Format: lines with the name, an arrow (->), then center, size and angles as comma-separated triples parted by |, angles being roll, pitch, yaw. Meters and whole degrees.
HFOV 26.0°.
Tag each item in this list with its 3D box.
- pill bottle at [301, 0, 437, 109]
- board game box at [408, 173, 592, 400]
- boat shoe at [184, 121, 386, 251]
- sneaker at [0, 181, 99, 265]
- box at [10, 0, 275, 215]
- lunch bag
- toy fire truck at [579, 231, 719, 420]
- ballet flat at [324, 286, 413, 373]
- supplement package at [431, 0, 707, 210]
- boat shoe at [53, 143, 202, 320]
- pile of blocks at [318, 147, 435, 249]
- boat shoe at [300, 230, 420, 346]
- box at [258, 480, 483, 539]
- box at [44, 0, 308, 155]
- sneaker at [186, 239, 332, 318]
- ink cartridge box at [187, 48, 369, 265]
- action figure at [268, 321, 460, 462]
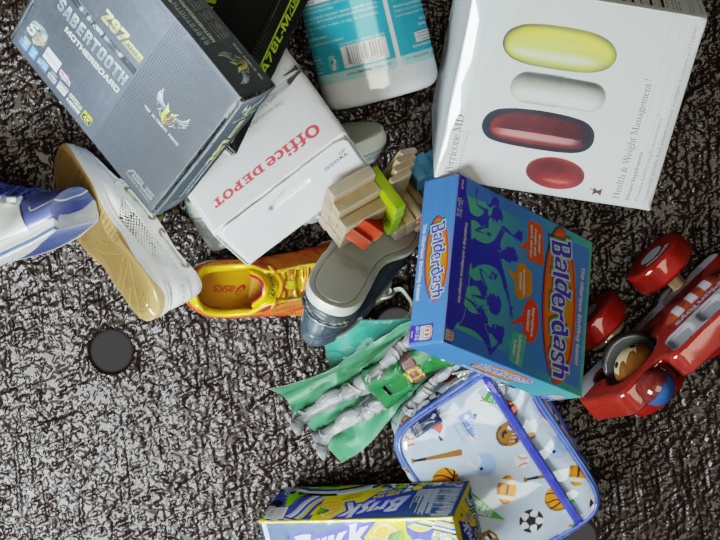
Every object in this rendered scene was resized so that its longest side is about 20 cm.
pill bottle -> -0.003, -0.254, 1.407 | 0.110, 0.111, 0.202 | -14, 98, 0
board game box -> 0.130, 0.019, 1.397 | 0.199, 0.045, 0.154 | 22, 67, -43
boat shoe -> -0.063, -0.077, 1.458 | 0.199, 0.070, 0.072 | -22, 116, 1
sneaker -> -0.343, -0.060, 1.415 | 0.198, 0.080, 0.116 | -18, 90, 31
box -> -0.180, -0.169, 1.258 | 0.200, 0.051, 0.158 | 50, 130, 5
lunch bag -> 0.130, 0.177, 1.488 | 0.159, 0.076, 0.201 | -32, 104, 6
toy fire truck -> 0.283, 0.061, 1.434 | 0.200, 0.168, 0.112 | -43, 97, 4
ballet flat -> 0.060, 0.046, 1.478 | 0.198, 0.067, 0.071 | -12, 84, -3
supplement package -> 0.176, -0.182, 1.376 | 0.198, 0.148, 0.193 | 8, 123, -3
boat shoe -> -0.214, -0.041, 1.433 | 0.069, 0.071, 0.201 | -19, 62, -36
pile of blocks -> 0.050, -0.063, 1.401 | 0.062, 0.199, 0.082 | 53, 132, 18
boat shoe -> 0.000, 0.000, 1.414 | 0.074, 0.200, 0.062 | 27, 128, 3
box -> 0.009, 0.245, 1.460 | 0.198, 0.064, 0.071 | -5, 112, 24
box -> -0.155, -0.212, 1.361 | 0.198, 0.047, 0.195 | 17, 78, 29
sneaker -> -0.068, 0.017, 1.458 | 0.198, 0.077, 0.074 | -10, 98, -10
ink cartridge box -> -0.105, -0.129, 1.386 | 0.144, 0.084, 0.201 | -36, 62, 3
action figure -> 0.029, 0.099, 1.434 | 0.199, 0.055, 0.118 | -35, 126, 14
